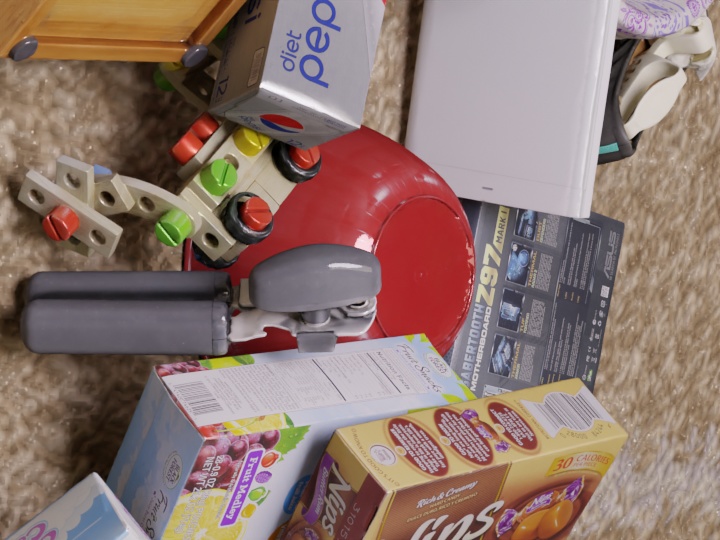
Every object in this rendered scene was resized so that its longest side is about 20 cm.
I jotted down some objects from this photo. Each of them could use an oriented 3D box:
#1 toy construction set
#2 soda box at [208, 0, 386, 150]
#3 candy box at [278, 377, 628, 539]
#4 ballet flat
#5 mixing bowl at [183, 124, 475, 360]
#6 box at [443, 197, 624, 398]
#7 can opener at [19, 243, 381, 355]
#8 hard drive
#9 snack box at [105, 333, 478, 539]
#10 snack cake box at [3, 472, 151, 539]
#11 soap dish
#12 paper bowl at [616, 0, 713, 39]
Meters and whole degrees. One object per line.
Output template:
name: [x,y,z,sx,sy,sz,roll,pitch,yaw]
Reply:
toy construction set: [-0.095,-0.076,1.343,0.131,0.092,0.200,45,59,-9]
soda box: [-0.023,-0.174,1.322,0.068,0.063,0.201,21,71,-26]
candy box: [0.051,0.133,1.364,0.199,0.056,0.117,-10,137,-44]
ballet flat: [0.214,-0.148,1.699,0.068,0.068,0.200,54,56,-35]
mixing bowl: [0.000,0.000,1.455,0.199,0.108,0.202,-7,100,-47]
box: [0.099,0.045,1.605,0.157,0.051,0.201,16,83,-47]
can opener: [-0.088,0.009,1.306,0.053,0.199,0.067,-91,-178,-54]
hard drive: [0.098,-0.143,1.512,0.026,0.131,0.201,-5,104,-60]
snack box: [-0.050,0.126,1.368,0.199,0.068,0.169,-7,134,-39]
snack cake box: [-0.181,0.216,1.247,0.200,0.067,0.115,-37,123,-5]
soap dish: [-0.118,-0.178,1.226,0.081,0.157,0.200,53,28,18]
paper bowl: [0.163,-0.258,1.608,0.200,0.104,0.202,-6,98,-46]
